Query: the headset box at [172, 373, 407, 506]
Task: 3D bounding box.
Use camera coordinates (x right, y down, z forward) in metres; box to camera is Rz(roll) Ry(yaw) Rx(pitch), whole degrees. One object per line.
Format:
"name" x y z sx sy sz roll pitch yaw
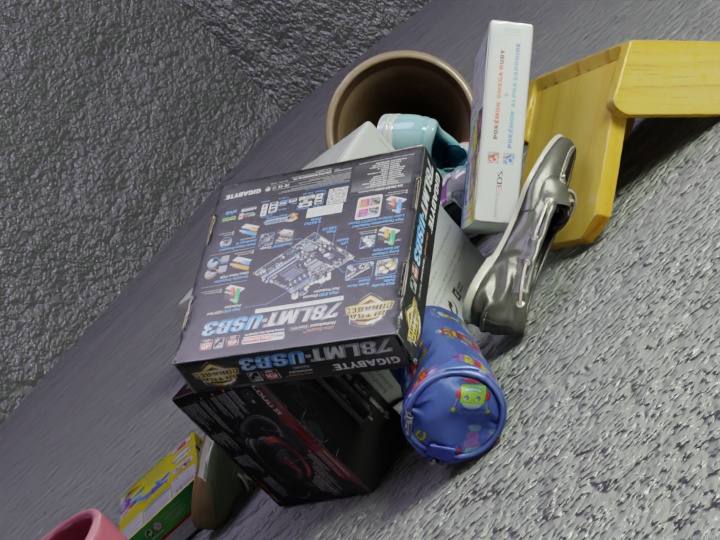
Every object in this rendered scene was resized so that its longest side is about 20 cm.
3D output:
"headset box" -0.057 0.125 1.319 0.075 0.149 0.200 -50 13 -28

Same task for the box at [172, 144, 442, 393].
"box" -0.040 -0.001 1.238 0.199 0.050 0.199 -10 48 22

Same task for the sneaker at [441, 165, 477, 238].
"sneaker" 0.071 -0.023 1.636 0.140 0.078 0.200 -53 6 -37

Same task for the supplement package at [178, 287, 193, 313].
"supplement package" -0.134 0.021 2.049 0.200 0.110 0.114 -29 18 48

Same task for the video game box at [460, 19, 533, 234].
"video game box" 0.129 -0.130 1.447 0.200 0.046 0.184 50 -133 -89

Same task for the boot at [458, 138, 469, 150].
"boot" 0.170 -0.156 1.778 0.144 0.072 0.200 -43 8 -7

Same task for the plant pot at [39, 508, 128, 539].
"plant pot" -0.196 0.302 1.070 0.200 0.179 0.200 -40 12 11

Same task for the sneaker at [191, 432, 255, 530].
"sneaker" -0.106 0.168 1.524 0.067 0.089 0.201 77 -158 -57

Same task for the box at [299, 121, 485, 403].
"box" 0.000 0.000 1.453 0.130 0.200 0.199 -33 15 30

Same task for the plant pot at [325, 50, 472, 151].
"plant pot" 0.059 -0.175 1.983 0.200 0.200 0.175 -42 -5 2

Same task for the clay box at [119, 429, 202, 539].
"clay box" -0.205 0.245 1.634 0.115 0.048 0.200 -42 11 0

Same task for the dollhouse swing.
"dollhouse swing" 0.251 -0.111 1.425 0.180 0.177 0.200 -2 -4 -21

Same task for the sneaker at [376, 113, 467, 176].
"sneaker" 0.090 -0.107 1.698 0.081 0.200 0.074 5 69 30

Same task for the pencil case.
"pencil case" 0.065 0.091 1.213 0.200 0.078 0.087 -104 38 -76

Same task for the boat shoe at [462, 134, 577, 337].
"boat shoe" 0.155 -0.027 1.321 0.201 0.057 0.067 -60 -21 -21
